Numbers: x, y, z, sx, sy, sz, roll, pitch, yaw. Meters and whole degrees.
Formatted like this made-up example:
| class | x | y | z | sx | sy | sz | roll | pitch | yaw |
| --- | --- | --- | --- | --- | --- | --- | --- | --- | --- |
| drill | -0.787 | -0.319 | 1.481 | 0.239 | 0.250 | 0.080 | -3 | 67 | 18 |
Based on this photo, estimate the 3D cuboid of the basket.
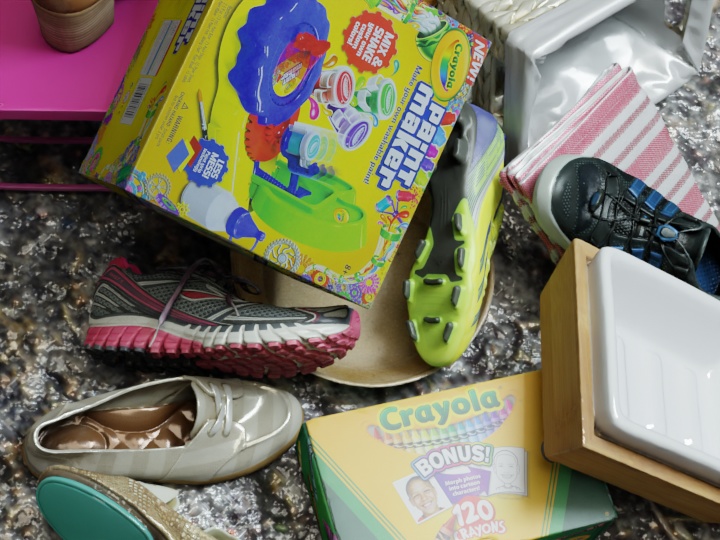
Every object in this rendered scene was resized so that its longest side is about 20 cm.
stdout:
| class | x | y | z | sx | sy | sz | roll | pitch | yaw |
| --- | --- | --- | --- | --- | --- | --- | --- | --- | --- |
| basket | 0.164 | -0.192 | 1.262 | 0.199 | 0.136 | 0.123 | -30 | 55 | -23 |

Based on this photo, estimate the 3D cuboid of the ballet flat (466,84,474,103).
| class | x | y | z | sx | sy | sz | roll | pitch | yaw |
| --- | --- | --- | --- | --- | --- | --- | --- | --- | --- |
| ballet flat | -0.007 | -0.125 | 1.245 | 0.198 | 0.072 | 0.072 | -4 | 62 | 11 |

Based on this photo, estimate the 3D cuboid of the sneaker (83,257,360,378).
| class | x | y | z | sx | sy | sz | roll | pitch | yaw |
| --- | --- | --- | --- | --- | --- | --- | --- | --- | --- |
| sneaker | -0.097 | 0.029 | 1.120 | 0.198 | 0.081 | 0.075 | 3 | 73 | 13 |

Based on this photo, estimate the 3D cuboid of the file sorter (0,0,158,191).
| class | x | y | z | sx | sy | sz | roll | pitch | yaw |
| --- | --- | --- | --- | --- | --- | --- | --- | --- | --- |
| file sorter | -0.222 | -0.171 | 1.202 | 0.138 | 0.126 | 0.201 | 0 | 63 | -8 |

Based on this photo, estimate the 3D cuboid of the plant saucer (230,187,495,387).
| class | x | y | z | sx | sy | sz | roll | pitch | yaw |
| --- | --- | --- | --- | --- | --- | --- | --- | --- | --- |
| plant saucer | 0.000 | 0.000 | 1.205 | 0.199 | 0.035 | 0.202 | 4 | 64 | -8 |

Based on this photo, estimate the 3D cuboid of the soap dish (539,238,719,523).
| class | x | y | z | sx | sy | sz | roll | pitch | yaw |
| --- | --- | --- | --- | --- | --- | --- | --- | --- | --- |
| soap dish | 0.210 | 0.086 | 1.130 | 0.199 | 0.081 | 0.158 | 25 | 52 | -32 |

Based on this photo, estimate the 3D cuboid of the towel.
| class | x | y | z | sx | sy | sz | roll | pitch | yaw |
| --- | --- | --- | --- | --- | --- | --- | --- | --- | --- |
| towel | 0.198 | -0.036 | 1.214 | 0.146 | 0.030 | 0.201 | -43 | 113 | -25 |

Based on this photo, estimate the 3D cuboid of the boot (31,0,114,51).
| class | x | y | z | sx | sy | sz | roll | pitch | yaw |
| --- | --- | --- | --- | --- | --- | --- | --- | --- | --- |
| boot | -0.162 | -0.261 | 1.097 | 0.076 | 0.156 | 0.200 | 34 | 63 | 10 |

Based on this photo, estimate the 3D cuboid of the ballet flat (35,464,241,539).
| class | x | y | z | sx | sy | sz | roll | pitch | yaw |
| --- | --- | --- | --- | --- | --- | --- | --- | --- | --- |
| ballet flat | -0.126 | 0.187 | 1.084 | 0.199 | 0.071 | 0.065 | 36 | 36 | 6 |

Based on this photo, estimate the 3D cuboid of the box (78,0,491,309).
| class | x | y | z | sx | sy | sz | roll | pitch | yaw |
| --- | --- | --- | --- | --- | --- | --- | --- | --- | --- |
| box | -0.052 | -0.110 | 1.086 | 0.192 | 0.122 | 0.201 | 26 | 87 | -26 |

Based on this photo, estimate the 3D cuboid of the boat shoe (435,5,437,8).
| class | x | y | z | sx | sy | sz | roll | pitch | yaw |
| --- | --- | --- | --- | --- | --- | --- | --- | --- | --- |
| boat shoe | 0.051 | -0.287 | 1.337 | 0.060 | 0.074 | 0.201 | -3 | 62 | -11 |

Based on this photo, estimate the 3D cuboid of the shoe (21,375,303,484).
| class | x | y | z | sx | sy | sz | roll | pitch | yaw |
| --- | --- | --- | --- | --- | --- | --- | --- | --- | --- |
| shoe | -0.134 | 0.112 | 1.116 | 0.198 | 0.053 | 0.070 | -7 | 65 | -13 |

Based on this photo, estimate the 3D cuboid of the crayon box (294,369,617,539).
| class | x | y | z | sx | sy | sz | roll | pitch | yaw |
| --- | --- | --- | --- | --- | --- | --- | --- | --- | --- |
| crayon box | 0.065 | 0.149 | 1.129 | 0.199 | 0.058 | 0.119 | -11 | 67 | -15 |

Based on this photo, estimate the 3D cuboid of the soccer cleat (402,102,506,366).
| class | x | y | z | sx | sy | sz | roll | pitch | yaw |
| --- | --- | --- | --- | --- | --- | --- | --- | --- | --- |
| soccer cleat | 0.079 | -0.025 | 1.178 | 0.083 | 0.064 | 0.202 | 22 | 66 | -44 |

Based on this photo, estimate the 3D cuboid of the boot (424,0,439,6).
| class | x | y | z | sx | sy | sz | roll | pitch | yaw |
| --- | --- | --- | --- | --- | --- | --- | --- | --- | --- |
| boot | -0.041 | -0.196 | 1.205 | 0.200 | 0.144 | 0.071 | -14 | 93 | 14 |

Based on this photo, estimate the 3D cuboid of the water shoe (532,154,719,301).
| class | x | y | z | sx | sy | sz | roll | pitch | yaw |
| --- | --- | --- | --- | --- | --- | --- | --- | --- | --- |
| water shoe | 0.213 | -0.031 | 1.158 | 0.199 | 0.079 | 0.072 | 24 | 77 | -31 |
